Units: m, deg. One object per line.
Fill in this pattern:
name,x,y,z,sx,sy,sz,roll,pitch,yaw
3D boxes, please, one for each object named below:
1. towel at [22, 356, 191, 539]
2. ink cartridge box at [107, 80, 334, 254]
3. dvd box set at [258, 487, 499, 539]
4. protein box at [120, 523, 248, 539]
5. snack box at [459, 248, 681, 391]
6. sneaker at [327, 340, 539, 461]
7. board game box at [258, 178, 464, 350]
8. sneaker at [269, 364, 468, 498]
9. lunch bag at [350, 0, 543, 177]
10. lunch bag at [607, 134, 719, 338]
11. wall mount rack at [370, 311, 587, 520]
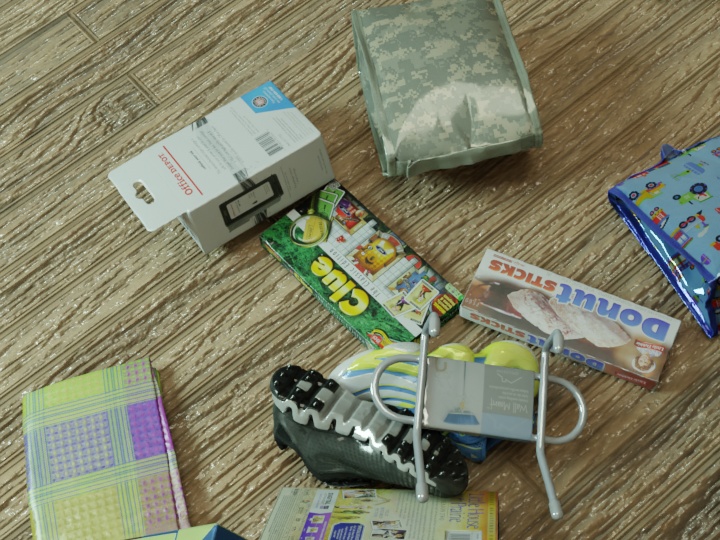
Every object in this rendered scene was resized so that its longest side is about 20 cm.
towel,-0.242,0.186,1.274,0.143,0.023,0.201,-16,58,-3
ink cartridge box,-0.143,-0.097,1.397,0.200,0.068,0.116,-31,48,-13
dvd box set,0.019,0.225,1.166,0.199,0.146,0.030,0,102,5
protein box,-0.104,0.329,1.047,0.135,0.200,0.199,-17,49,40
snack box,0.200,0.046,1.306,0.199,0.024,0.072,21,63,13
sneaker,0.070,0.122,1.249,0.199,0.076,0.105,-8,59,0
board game box,0.000,0.000,1.362,0.105,0.023,0.200,-40,63,-15
sneaker,0.003,0.162,1.230,0.199,0.091,0.066,24,37,14
lunch bag,0.088,-0.180,1.406,0.163,0.118,0.201,-11,54,-2
lunch bag,0.348,-0.059,1.333,0.150,0.094,0.200,-27,51,-7
wall mount rack,0.108,0.130,1.177,0.199,0.075,0.175,8,67,-6
